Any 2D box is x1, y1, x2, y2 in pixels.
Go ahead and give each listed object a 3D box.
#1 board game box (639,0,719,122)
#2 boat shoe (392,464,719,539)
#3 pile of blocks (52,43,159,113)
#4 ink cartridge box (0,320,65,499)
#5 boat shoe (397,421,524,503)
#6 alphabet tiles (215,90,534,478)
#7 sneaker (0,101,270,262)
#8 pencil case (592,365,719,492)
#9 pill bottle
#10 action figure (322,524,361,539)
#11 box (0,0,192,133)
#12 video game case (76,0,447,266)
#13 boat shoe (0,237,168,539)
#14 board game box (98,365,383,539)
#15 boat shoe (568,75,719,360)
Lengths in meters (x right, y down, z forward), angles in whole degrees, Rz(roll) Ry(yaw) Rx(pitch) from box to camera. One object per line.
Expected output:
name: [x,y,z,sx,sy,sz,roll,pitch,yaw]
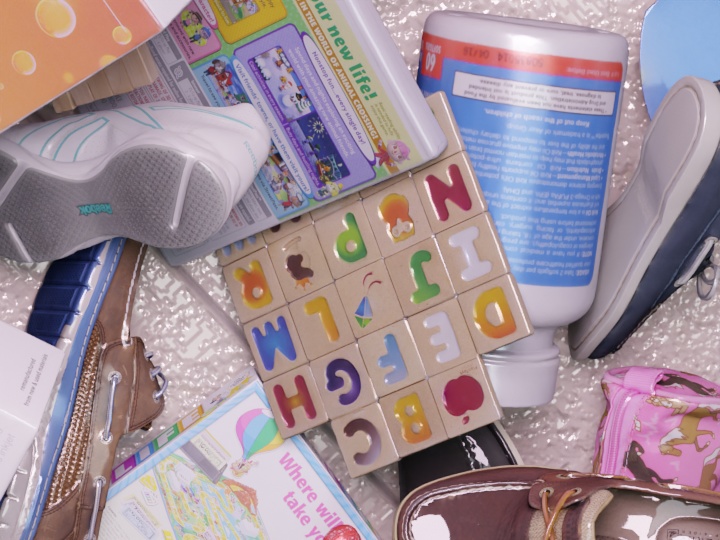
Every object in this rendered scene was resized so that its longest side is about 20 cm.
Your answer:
board game box: [0.247,-0.121,1.233,0.200,0.039,0.158,-41,97,-2]
boat shoe: [0.116,0.135,1.159,0.199,0.072,0.072,5,74,4]
pile of blocks: [-0.172,-0.170,1.111,0.200,0.062,0.082,45,120,-10]
ink cartridge box: [-0.270,0.068,1.099,0.199,0.084,0.146,26,114,-10]
boat shoe: [0.057,0.160,1.218,0.073,0.063,0.202,-14,86,38]
alphabet tiles: [0.000,0.000,1.165,0.166,0.006,0.201,-24,82,31]
sneaker: [-0.132,-0.050,1.145,0.200,0.080,0.071,1,120,32]
pencil case: [0.158,0.151,1.246,0.082,0.087,0.201,13,98,6]
pill bottle: [0.076,-0.033,1.184,0.112,0.112,0.201,6,99,-10]
action figure: [0.009,0.233,1.213,0.052,0.065,0.201,-16,104,-23]
box: [-0.184,-0.133,1.041,0.200,0.098,0.125,-28,106,27]
video game case: [-0.076,-0.116,1.143,0.182,0.022,0.200,-21,105,31]
boat shoe: [-0.145,0.062,1.188,0.072,0.072,0.201,21,86,-25]
board game box: [-0.055,0.173,1.242,0.134,0.034,0.200,-36,104,0]
boat shoe: [0.166,-0.023,1.189,0.062,0.075,0.200,8,130,-17]
